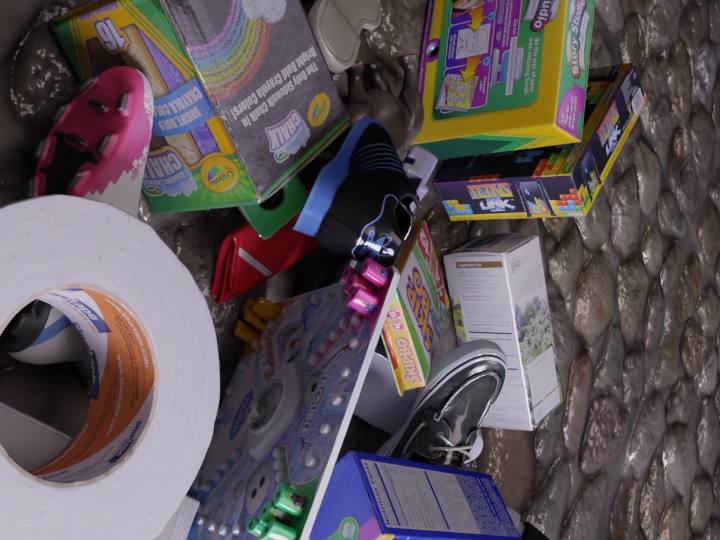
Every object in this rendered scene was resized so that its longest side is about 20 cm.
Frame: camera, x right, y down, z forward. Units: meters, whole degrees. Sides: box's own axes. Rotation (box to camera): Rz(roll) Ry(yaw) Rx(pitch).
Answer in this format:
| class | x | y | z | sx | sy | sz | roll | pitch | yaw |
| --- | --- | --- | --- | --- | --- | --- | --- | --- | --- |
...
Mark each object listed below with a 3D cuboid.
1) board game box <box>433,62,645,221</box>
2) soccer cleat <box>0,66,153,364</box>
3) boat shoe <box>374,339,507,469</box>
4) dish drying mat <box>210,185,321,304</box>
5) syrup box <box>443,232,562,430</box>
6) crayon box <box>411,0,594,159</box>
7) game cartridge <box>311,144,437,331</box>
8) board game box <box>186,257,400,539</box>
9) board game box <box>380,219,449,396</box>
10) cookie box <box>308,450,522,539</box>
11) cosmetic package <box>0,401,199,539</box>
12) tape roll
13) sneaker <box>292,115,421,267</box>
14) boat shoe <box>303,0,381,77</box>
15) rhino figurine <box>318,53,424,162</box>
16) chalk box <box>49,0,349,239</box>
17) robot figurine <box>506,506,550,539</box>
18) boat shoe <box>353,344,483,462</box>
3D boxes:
| class | x | y | z | sx | sy | sz | roll | pitch | yaw |
| --- | --- | --- | --- | --- | --- | --- | --- | --- | --- |
| board game box | 0.196 | -0.139 | 0.960 | 0.201 | 0.164 | 0.057 | -55 | 130 | -35 |
| soccer cleat | -0.179 | -0.034 | 0.592 | 0.086 | 0.069 | 0.202 | 29 | 83 | -59 |
| boat shoe | 0.074 | 0.155 | 0.805 | 0.072 | 0.071 | 0.201 | 21 | 115 | -24 |
| dish drying mat | -0.047 | -0.038 | 0.760 | 0.199 | 0.018 | 0.077 | -32 | 148 | -45 |
| syrup box | 0.158 | 0.066 | 0.977 | 0.078 | 0.081 | 0.202 | -26 | 108 | -48 |
| crayon box | 0.143 | -0.222 | 0.895 | 0.058 | 0.171 | 0.202 | 18 | 76 | -47 |
| game cartridge | 0.000 | 0.000 | 0.768 | 0.038 | 0.130 | 0.201 | 28 | 61 | 0 |
| board game box | -0.067 | 0.096 | 0.633 | 0.026 | 0.199 | 0.201 | 32 | 64 | -24 |
| board game box | 0.049 | 0.029 | 0.831 | 0.200 | 0.030 | 0.096 | -56 | 131 | -63 |
| cookie box | 0.012 | 0.237 | 0.738 | 0.199 | 0.171 | 0.076 | 21 | 32 | -46 |
| cosmetic package | -0.207 | 0.153 | 0.550 | 0.200 | 0.090 | 0.108 | 42 | 58 | -37 |
| tape roll | -0.172 | 0.062 | 0.486 | 0.199 | 0.066 | 0.203 | 7 | 80 | -49 |
| sneaker | 0.008 | -0.059 | 0.686 | 0.077 | 0.070 | 0.200 | 29 | 28 | -2 |
| boat shoe | -0.031 | -0.217 | 0.770 | 0.073 | 0.062 | 0.201 | 52 | 29 | -24 |
| rhino figurine | -0.011 | -0.140 | 0.801 | 0.199 | 0.059 | 0.088 | -22 | 103 | -46 |
| chalk box | -0.102 | -0.122 | 0.648 | 0.124 | 0.123 | 0.201 | -47 | 124 | -40 |
| robot figurine | 0.163 | 0.333 | 0.903 | 0.200 | 0.151 | 0.125 | 42 | 26 | 9 |
| boat shoe | 0.045 | 0.114 | 0.860 | 0.199 | 0.072 | 0.068 | 35 | 29 | -28 |
